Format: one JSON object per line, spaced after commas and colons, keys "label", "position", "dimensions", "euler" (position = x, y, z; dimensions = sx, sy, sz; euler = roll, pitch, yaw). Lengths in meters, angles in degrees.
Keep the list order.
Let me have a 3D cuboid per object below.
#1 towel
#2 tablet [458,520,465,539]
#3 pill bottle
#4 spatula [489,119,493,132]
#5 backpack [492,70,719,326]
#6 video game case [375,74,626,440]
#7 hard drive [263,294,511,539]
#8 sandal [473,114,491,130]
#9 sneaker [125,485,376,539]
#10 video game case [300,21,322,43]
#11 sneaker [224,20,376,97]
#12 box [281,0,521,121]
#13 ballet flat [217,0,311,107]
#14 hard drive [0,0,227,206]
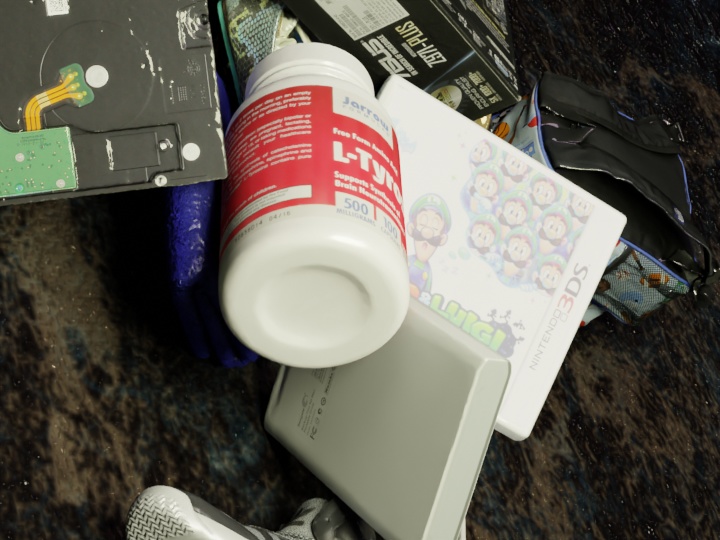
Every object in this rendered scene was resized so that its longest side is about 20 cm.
{"label": "towel", "position": [-0.106, -0.050, 1.184], "dimensions": [0.148, 0.049, 0.200], "euler": [68, 13, -62]}
{"label": "tablet", "position": [0.049, 0.129, 1.201], "dimensions": [0.200, 0.014, 0.130], "euler": [83, -9, -66]}
{"label": "pill bottle", "position": [-0.030, -0.046, 1.119], "dimensions": [0.112, 0.112, 0.200], "euler": [32, 34, -29]}
{"label": "spatula", "position": [0.080, -0.032, 1.403], "dimensions": [0.057, 0.021, 0.200], "euler": [47, 47, -55]}
{"label": "backpack", "position": [0.178, -0.062, 1.494], "dimensions": [0.190, 0.154, 0.200], "euler": [37, 31, -34]}
{"label": "video game case", "position": [0.065, -0.010, 1.255], "dimensions": [0.200, 0.024, 0.182], "euler": [30, 71, -10]}
{"label": "hard drive", "position": [0.011, 0.078, 1.122], "dimensions": [0.026, 0.132, 0.200], "euler": [9, 15, -34]}
{"label": "sandal", "position": [0.063, -0.151, 1.421], "dimensions": [0.054, 0.080, 0.200], "euler": [4, 31, -8]}
{"label": "sneaker", "position": [-0.057, 0.172, 1.107], "dimensions": [0.200, 0.075, 0.114], "euler": [45, 36, -24]}
{"label": "video game case", "position": [-0.047, -0.244, 1.428], "dimensions": [0.200, 0.024, 0.182], "euler": [29, 41, -8]}
{"label": "sneaker", "position": [-0.003, -0.107, 1.310], "dimensions": [0.200, 0.078, 0.066], "euler": [44, -5, 2]}
{"label": "box", "position": [0.024, -0.216, 1.298], "dimensions": [0.200, 0.086, 0.164], "euler": [40, 36, -47]}
{"label": "ballet flat", "position": [-0.050, -0.098, 1.243], "dimensions": [0.074, 0.074, 0.200], "euler": [-10, 90, -52]}
{"label": "hard drive", "position": [-0.184, -0.110, 1.067], "dimensions": [0.038, 0.200, 0.140], "euler": [-141, -136, -78]}
